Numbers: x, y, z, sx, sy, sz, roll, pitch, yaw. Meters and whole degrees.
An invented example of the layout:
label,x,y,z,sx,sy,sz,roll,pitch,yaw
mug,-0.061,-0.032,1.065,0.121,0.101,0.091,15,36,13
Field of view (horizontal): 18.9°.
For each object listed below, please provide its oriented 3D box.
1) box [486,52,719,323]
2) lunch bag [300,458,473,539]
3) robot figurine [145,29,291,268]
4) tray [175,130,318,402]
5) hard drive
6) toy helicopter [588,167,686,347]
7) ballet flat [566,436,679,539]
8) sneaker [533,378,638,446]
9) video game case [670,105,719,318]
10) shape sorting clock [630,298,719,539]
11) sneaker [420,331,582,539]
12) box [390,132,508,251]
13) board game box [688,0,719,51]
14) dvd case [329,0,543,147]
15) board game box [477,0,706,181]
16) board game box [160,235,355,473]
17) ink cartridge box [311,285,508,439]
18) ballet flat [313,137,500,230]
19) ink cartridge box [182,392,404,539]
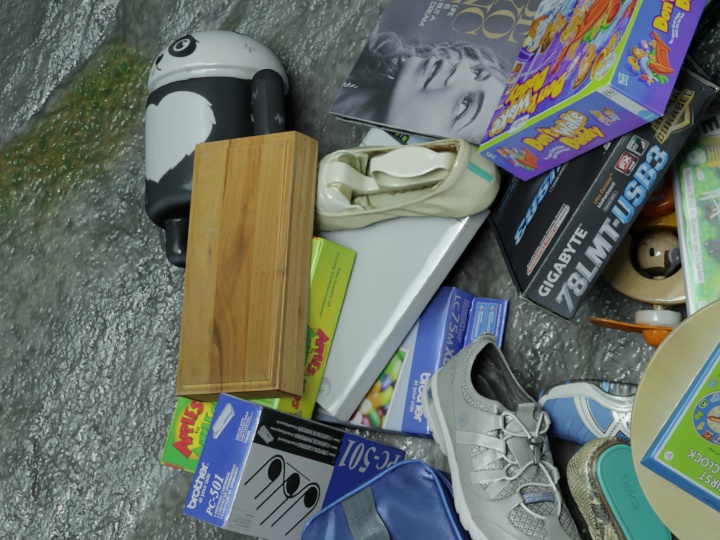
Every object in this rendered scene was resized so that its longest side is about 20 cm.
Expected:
label,x,y,z,sx,sy,sz,roll,pitch,yaw
box,0.169,-0.085,1.565,0.200,0.050,0.199,-60,13,16
lunch bag,0.049,0.248,1.582,0.136,0.132,0.201,-36,60,20
robot figurine,-0.120,-0.101,1.793,0.150,0.125,0.201,-4,74,13
tray,-0.088,-0.002,1.661,0.098,0.037,0.201,-5,75,34
hard drive,0.000,0.000,1.702,0.132,0.027,0.200,40,101,37
toy helicopter,0.254,0.011,1.557,0.200,0.079,0.133,29,86,23
ballet flat,0.203,0.212,1.524,0.201,0.068,0.075,63,156,5
sneaker,0.207,0.125,1.548,0.199,0.076,0.077,8,80,33
video game case,0.314,-0.024,1.507,0.181,0.022,0.201,-7,78,8
shape sorting clock,0.283,0.109,1.473,0.199,0.039,0.201,0,98,-2
sneaker,0.105,0.132,1.548,0.200,0.074,0.082,60,137,34
box,0.097,-0.126,1.716,0.110,0.035,0.200,41,100,34
board game box,0.219,-0.267,1.681,0.135,0.028,0.200,-49,57,12
dvd case,0.080,-0.168,1.686,0.200,0.016,0.149,16,72,43
board game box,0.165,-0.150,1.506,0.200,0.045,0.135,-26,38,65
board game box,-0.080,0.069,1.690,0.101,0.048,0.201,12,84,38
ink cartridge box,0.017,0.068,1.712,0.199,0.042,0.120,6,80,32
ballet flat,0.013,-0.071,1.657,0.199,0.069,0.070,-6,73,35
ink cartridge box,-0.047,0.158,1.628,0.044,0.200,0.094,15,85,35
